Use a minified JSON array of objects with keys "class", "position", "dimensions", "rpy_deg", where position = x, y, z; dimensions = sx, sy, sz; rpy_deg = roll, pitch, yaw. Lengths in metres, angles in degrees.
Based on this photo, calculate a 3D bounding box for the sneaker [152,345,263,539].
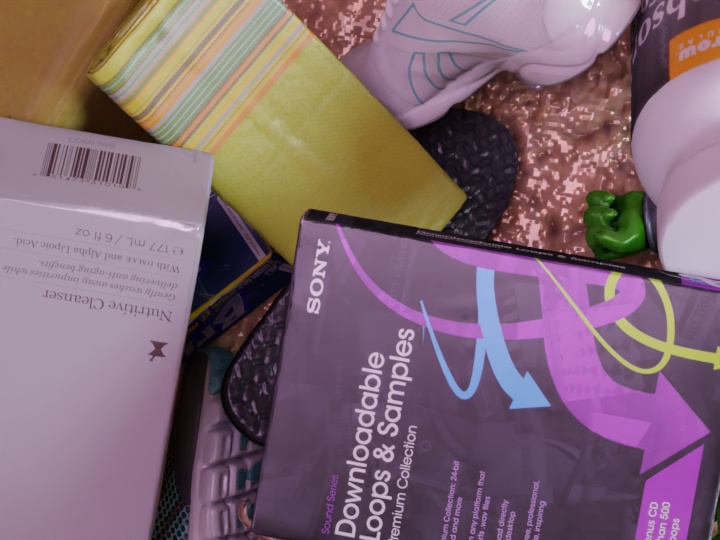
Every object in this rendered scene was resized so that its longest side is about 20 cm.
[{"class":"sneaker","position":[-0.097,0.136,1.423],"dimensions":[0.091,0.078,0.201],"rpy_deg":[3,85,21]}]

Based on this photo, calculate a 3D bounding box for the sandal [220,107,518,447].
[{"class":"sandal","position":[0.000,0.000,1.410],"dimensions":[0.075,0.045,0.200],"rpy_deg":[39,82,-5]}]

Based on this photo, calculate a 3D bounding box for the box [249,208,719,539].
[{"class":"box","position":[0.060,0.061,1.236],"dimensions":[0.199,0.036,0.144],"rpy_deg":[10,98,6]}]

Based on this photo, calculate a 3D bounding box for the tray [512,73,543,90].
[{"class":"tray","position":[0.113,-0.196,1.413],"dimensions":[0.107,0.022,0.200],"rpy_deg":[40,97,15]}]

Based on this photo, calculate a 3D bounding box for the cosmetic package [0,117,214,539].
[{"class":"cosmetic package","position":[-0.136,0.040,1.312],"dimensions":[0.112,0.081,0.201],"rpy_deg":[8,119,-3]}]

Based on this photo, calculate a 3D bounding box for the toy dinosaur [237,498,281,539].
[{"class":"toy dinosaur","position":[0.011,0.126,1.295],"dimensions":[0.199,0.058,0.101],"rpy_deg":[-28,91,7]}]

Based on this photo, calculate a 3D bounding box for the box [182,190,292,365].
[{"class":"box","position":[-0.128,0.027,1.444],"dimensions":[0.200,0.064,0.070],"rpy_deg":[-38,76,11]}]

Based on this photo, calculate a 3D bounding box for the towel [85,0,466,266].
[{"class":"towel","position":[-0.036,-0.063,1.333],"dimensions":[0.086,0.200,0.018],"rpy_deg":[-49,34,-4]}]

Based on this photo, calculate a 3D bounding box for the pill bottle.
[{"class":"pill bottle","position":[0.180,-0.084,1.291],"dimensions":[0.116,0.117,0.201],"rpy_deg":[-10,46,15]}]

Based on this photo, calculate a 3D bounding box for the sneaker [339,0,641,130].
[{"class":"sneaker","position":[0.044,-0.122,1.348],"dimensions":[0.080,0.200,0.071],"rpy_deg":[46,56,-19]}]

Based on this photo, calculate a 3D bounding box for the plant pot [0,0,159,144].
[{"class":"plant pot","position":[-0.192,-0.093,1.415],"dimensions":[0.194,0.195,0.201],"rpy_deg":[34,101,16]}]

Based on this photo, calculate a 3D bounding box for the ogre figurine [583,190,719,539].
[{"class":"ogre figurine","position":[0.187,0.034,1.329],"dimensions":[0.119,0.098,0.201],"rpy_deg":[-25,44,13]}]
